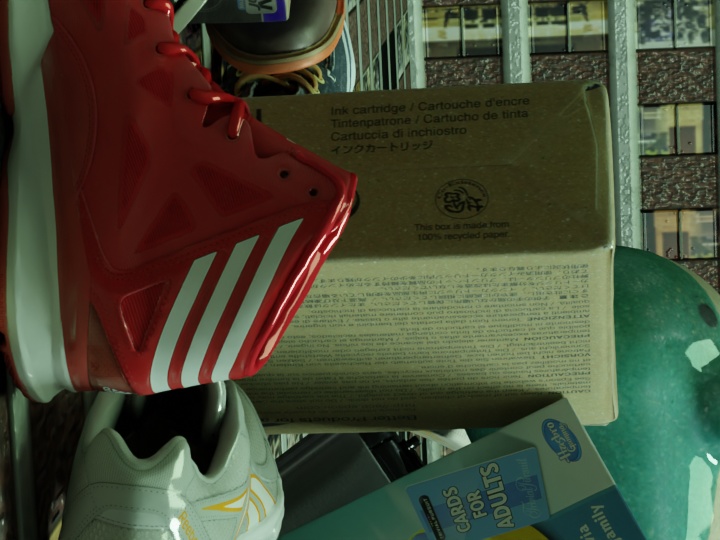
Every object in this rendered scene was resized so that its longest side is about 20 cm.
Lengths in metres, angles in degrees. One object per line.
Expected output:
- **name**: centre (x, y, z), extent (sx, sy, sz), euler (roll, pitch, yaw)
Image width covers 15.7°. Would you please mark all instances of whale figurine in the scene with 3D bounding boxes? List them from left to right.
- **whale figurine**: centre (0.105, 0.085, 1.125), extent (0.104, 0.159, 0.201), euler (16, 58, -47)

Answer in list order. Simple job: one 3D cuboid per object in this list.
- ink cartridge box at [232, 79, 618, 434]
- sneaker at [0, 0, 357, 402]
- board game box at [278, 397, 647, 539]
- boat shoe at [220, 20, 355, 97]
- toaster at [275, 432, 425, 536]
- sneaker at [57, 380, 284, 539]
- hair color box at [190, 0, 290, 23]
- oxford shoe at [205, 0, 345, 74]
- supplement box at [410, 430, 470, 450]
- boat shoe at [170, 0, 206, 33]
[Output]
- **ink cartridge box**: centre (0.000, 0.000, 1.019), extent (0.165, 0.199, 0.075), euler (80, 9, -64)
- **sneaker**: centre (-0.057, -0.058, 0.853), extent (0.078, 0.115, 0.201), euler (-7, 96, -86)
- **board game box**: centre (0.027, 0.161, 1.011), extent (0.151, 0.199, 0.047), euler (61, -8, 25)
- **boat shoe**: centre (-0.040, -0.084, 1.337), extent (0.091, 0.070, 0.201), euler (88, 4, -65)
- **toaster**: centre (0.015, 0.163, 1.178), extent (0.181, 0.118, 0.200), euler (55, -1, 8)
- **sneaker**: centre (-0.061, 0.062, 0.919), extent (0.200, 0.075, 0.092), euler (-80, -179, -71)
- **hair color box**: centre (-0.060, -0.213, 1.225), extent (0.200, 0.064, 0.110), euler (-84, 171, -51)
- **oxford shoe**: centre (-0.051, -0.169, 1.318), extent (0.200, 0.071, 0.073), euler (-102, -178, -52)
- **supplement box**: centre (0.005, 0.025, 1.231), extent (0.074, 0.126, 0.200), euler (-65, 162, -4)
- **boat shoe**: centre (-0.073, -0.168, 1.043), extent (0.060, 0.074, 0.201), euler (38, 54, -28)
